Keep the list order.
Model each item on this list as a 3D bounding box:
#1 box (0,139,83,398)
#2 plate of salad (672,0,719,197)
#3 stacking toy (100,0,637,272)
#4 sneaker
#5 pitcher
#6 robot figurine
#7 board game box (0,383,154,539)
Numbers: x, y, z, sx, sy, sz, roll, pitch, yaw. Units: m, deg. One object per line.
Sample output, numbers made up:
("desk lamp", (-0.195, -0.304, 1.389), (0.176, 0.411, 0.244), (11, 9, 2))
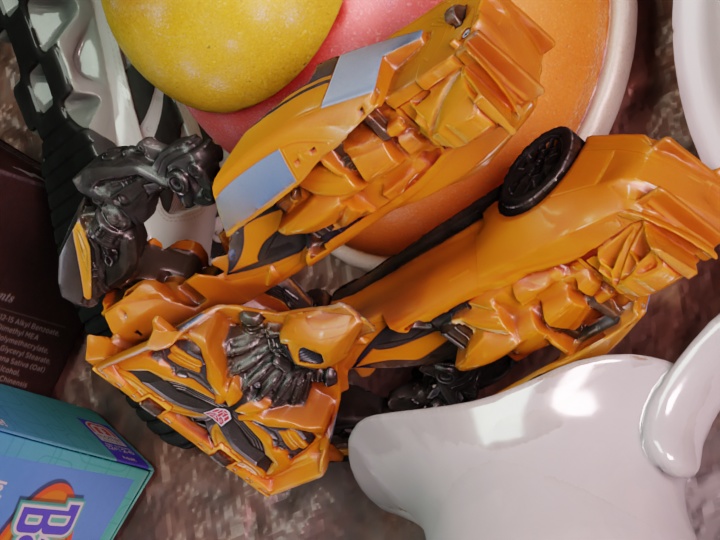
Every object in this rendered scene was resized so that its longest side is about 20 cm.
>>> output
("box", (-0.172, 0.045, 1.040), (0.100, 0.075, 0.200), (30, 99, 43))
("plate of salad", (0.175, -0.080, 0.789), (0.200, 0.048, 0.201), (-9, 74, 35))
("stacking toy", (-0.026, -0.088, 0.865), (0.146, 0.200, 0.146), (-14, 67, 37))
("sneaker", (-0.061, -0.044, 0.974), (0.074, 0.088, 0.200), (-17, 89, 64))
("pitcher", (0.078, 0.111, 0.770), (0.171, 0.121, 0.200), (-32, 47, 33))
("robot figurine", (0.000, 0.000, 0.845), (0.200, 0.145, 0.058), (-33, 29, 39))
("board game box", (-0.181, 0.097, 0.944), (0.045, 0.200, 0.152), (39, 102, 42))
